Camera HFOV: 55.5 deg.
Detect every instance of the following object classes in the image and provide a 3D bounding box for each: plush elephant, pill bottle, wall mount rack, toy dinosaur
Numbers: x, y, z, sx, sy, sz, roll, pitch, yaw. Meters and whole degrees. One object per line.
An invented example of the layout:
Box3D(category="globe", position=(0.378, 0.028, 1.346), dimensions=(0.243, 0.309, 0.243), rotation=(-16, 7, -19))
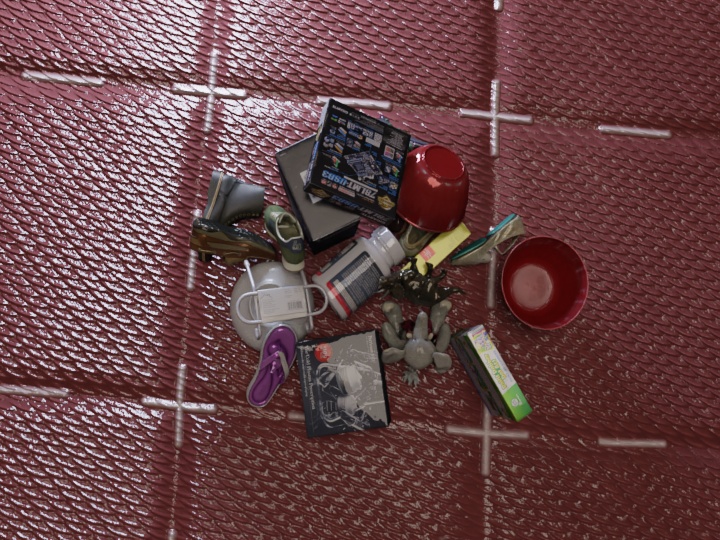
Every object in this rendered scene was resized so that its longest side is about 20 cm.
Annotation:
Box3D(category="plush elephant", position=(0.125, 0.153, 1.485), dimensions=(0.159, 0.155, 0.207), rotation=(5, 83, -2))
Box3D(category="pill bottle", position=(0.000, 0.000, 1.514), dimensions=(0.199, 0.120, 0.120), rotation=(-40, 87, -6))
Box3D(category="wall mount rack", position=(-0.172, 0.049, 1.438), dimensions=(0.194, 0.075, 0.180), rotation=(-6, 77, -18))
Box3D(category="toy dinosaur", position=(0.129, 0.032, 1.479), dimensions=(0.194, 0.077, 0.105), rotation=(19, 96, -9))

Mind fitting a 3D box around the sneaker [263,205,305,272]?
Box3D(category="sneaker", position=(-0.162, -0.097, 1.485), dimensions=(0.065, 0.092, 0.203), rotation=(-10, 47, -19))

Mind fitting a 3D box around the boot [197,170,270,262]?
Box3D(category="boot", position=(-0.286, -0.111, 1.539), dimensions=(0.134, 0.077, 0.207), rotation=(12, 88, -10))

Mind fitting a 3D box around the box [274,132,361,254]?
Box3D(category="box", position=(-0.093, -0.160, 1.487), dimensions=(0.120, 0.198, 0.205), rotation=(-24, 85, -5))

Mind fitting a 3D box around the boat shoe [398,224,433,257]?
Box3D(category="boat shoe", position=(0.155, -0.121, 1.555), dimensions=(0.073, 0.063, 0.202), rotation=(38, 72, 3))

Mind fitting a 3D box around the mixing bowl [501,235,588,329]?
Box3D(category="mixing bowl", position=(0.399, 0.033, 1.538), dimensions=(0.193, 0.108, 0.207), rotation=(0, 83, -3))

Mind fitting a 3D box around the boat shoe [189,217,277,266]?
Box3D(category="boat shoe", position=(-0.281, -0.052, 1.496), dimensions=(0.195, 0.076, 0.076), rotation=(18, 104, -26))

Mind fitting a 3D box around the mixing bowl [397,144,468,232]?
Box3D(category="mixing bowl", position=(0.161, -0.197, 1.486), dimensions=(0.194, 0.109, 0.205), rotation=(12, 51, -15))

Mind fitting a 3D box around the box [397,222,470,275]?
Box3D(category="box", position=(0.159, -0.031, 1.550), dimensions=(0.199, 0.075, 0.050), rotation=(-41, 87, -6))

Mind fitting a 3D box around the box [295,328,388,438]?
Box3D(category="box", position=(-0.035, 0.242, 1.480), dimensions=(0.176, 0.104, 0.207), rotation=(-9, 84, 5))

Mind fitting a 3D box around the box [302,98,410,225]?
Box3D(category="box", position=(-0.004, -0.220, 1.391), dimensions=(0.195, 0.050, 0.204), rotation=(19, 68, -19))

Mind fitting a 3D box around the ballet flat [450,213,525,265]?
Box3D(category="ballet flat", position=(0.298, -0.054, 1.566), dimensions=(0.197, 0.067, 0.063), rotation=(-34, 96, -6))

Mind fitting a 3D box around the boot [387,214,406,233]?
Box3D(category="boot", position=(0.018, -0.177, 1.516), dimensions=(0.072, 0.164, 0.205), rotation=(-30, 72, 35))

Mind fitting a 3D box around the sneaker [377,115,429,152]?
Box3D(category="sneaker", position=(0.076, -0.316, 1.580), dimensions=(0.193, 0.075, 0.090), rotation=(8, 76, -2))

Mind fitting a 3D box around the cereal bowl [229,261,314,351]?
Box3D(category="cereal bowl", position=(-0.196, 0.079, 1.513), dimensions=(0.193, 0.083, 0.207), rotation=(0, 84, -4))

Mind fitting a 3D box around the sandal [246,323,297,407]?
Box3D(category="sandal", position=(-0.186, 0.215, 1.481), dimensions=(0.080, 0.050, 0.208), rotation=(15, 108, -21))

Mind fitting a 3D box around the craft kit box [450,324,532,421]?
Box3D(category="craft kit box", position=(0.271, 0.218, 1.466), dimensions=(0.048, 0.198, 0.204), rotation=(-29, 86, -5))
